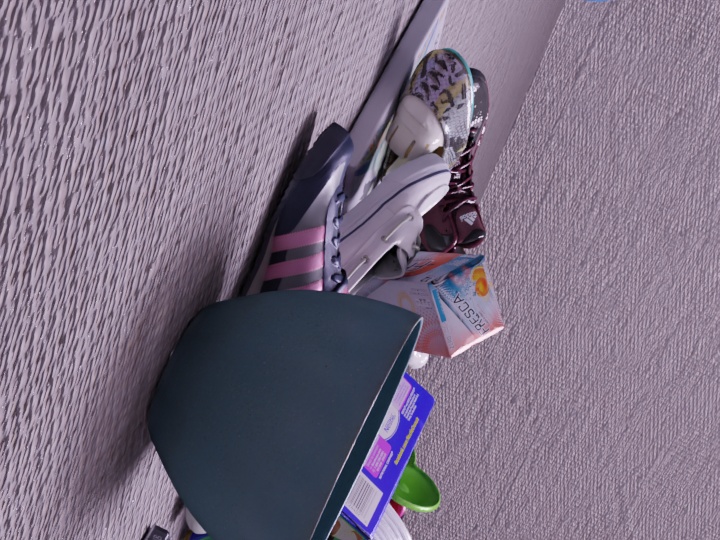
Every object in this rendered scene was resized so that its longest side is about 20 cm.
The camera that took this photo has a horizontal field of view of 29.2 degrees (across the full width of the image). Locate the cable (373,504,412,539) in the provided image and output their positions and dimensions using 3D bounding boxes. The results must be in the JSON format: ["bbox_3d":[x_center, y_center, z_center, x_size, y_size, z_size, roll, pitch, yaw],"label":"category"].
[{"bbox_3d":[-0.037,0.297,1.418,0.069,0.198,0.202,-41,148,-58],"label":"cable"}]

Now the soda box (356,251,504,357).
[{"bbox_3d":[0.035,0.025,1.191,0.063,0.069,0.199,-25,-165,-29],"label":"soda box"}]

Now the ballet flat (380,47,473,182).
[{"bbox_3d":[0.052,-0.108,1.200,0.201,0.071,0.072,101,15,-59],"label":"ballet flat"}]

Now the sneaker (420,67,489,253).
[{"bbox_3d":[0.101,-0.090,1.354,0.201,0.075,0.116,104,-31,-41],"label":"sneaker"}]

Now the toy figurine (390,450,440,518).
[{"bbox_3d":[-0.029,0.258,1.501,0.149,0.200,0.185,-3,128,-54],"label":"toy figurine"}]

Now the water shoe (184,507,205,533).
[{"bbox_3d":[-0.080,0.137,1.154,0.071,0.078,0.202,28,87,-83],"label":"water shoe"}]

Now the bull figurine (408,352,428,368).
[{"bbox_3d":[0.034,0.041,1.484,0.065,0.122,0.200,-37,-178,12],"label":"bull figurine"}]

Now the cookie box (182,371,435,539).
[{"bbox_3d":[-0.047,0.182,1.239,0.199,0.075,0.172,-31,-160,42],"label":"cookie box"}]

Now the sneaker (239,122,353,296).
[{"bbox_3d":[-0.032,-0.005,1.003,0.070,0.081,0.202,-44,158,-71],"label":"sneaker"}]

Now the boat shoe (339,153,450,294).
[{"bbox_3d":[0.015,-0.020,1.125,0.199,0.067,0.074,-38,165,-29],"label":"boat shoe"}]

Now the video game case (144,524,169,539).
[{"bbox_3d":[-0.204,0.310,1.075,0.201,0.019,0.143,-61,172,-30],"label":"video game case"}]

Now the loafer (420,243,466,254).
[{"bbox_3d":[0.075,-0.020,1.496,0.072,0.202,0.071,-25,-170,0],"label":"loafer"}]

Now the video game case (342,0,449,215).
[{"bbox_3d":[0.023,-0.130,1.247,0.183,0.022,0.201,100,16,-65],"label":"video game case"}]

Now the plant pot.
[{"bbox_3d":[-0.060,0.093,0.907,0.202,0.134,0.200,-63,173,-15],"label":"plant pot"}]
